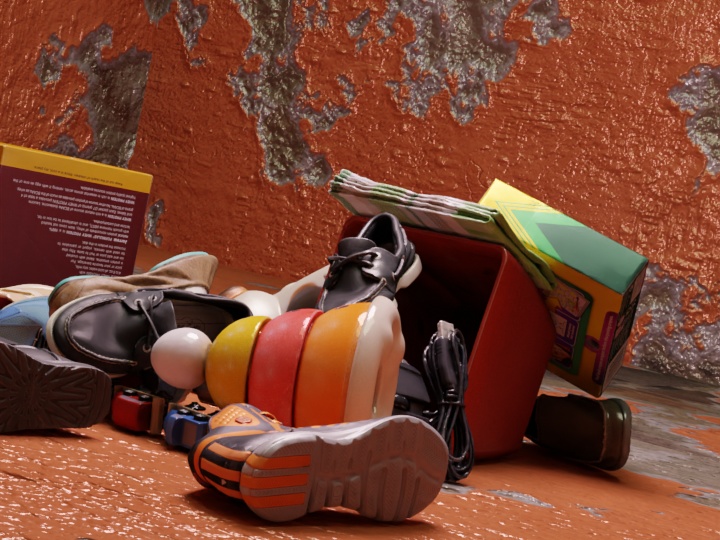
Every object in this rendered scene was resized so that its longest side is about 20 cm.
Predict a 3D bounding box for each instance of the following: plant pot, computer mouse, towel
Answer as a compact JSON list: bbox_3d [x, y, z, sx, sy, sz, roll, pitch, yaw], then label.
[{"bbox_3d":[0.078,0.083,1.560,0.199,0.201,0.176,13,-10,40],"label":"plant pot"},{"bbox_3d":[0.001,0.104,1.354,0.198,0.140,0.053,3,-24,-8],"label":"computer mouse"},{"bbox_3d":[0.080,-0.040,1.541,0.199,0.031,0.149,14,-17,38],"label":"towel"}]

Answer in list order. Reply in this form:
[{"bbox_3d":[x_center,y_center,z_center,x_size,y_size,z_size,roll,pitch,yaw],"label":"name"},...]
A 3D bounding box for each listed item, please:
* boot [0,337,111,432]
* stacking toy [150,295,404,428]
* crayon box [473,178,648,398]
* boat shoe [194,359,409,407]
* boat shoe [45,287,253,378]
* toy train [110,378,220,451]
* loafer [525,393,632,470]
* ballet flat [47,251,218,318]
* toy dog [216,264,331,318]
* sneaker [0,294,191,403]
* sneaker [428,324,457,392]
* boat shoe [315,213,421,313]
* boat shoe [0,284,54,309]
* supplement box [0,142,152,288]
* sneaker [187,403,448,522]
[{"bbox_3d":[-0.312,0.069,1.232,0.199,0.066,0.164,18,-2,43],"label":"boot"},{"bbox_3d":[-0.072,0.080,1.266,0.198,0.147,0.146,9,2,9],"label":"stacking toy"},{"bbox_3d":[0.190,0.020,1.614,0.172,0.058,0.201,31,-28,19],"label":"crayon box"},{"bbox_3d":[-0.049,0.116,1.421,0.198,0.072,0.076,5,34,-1],"label":"boat shoe"},{"bbox_3d":[-0.167,0.047,1.333,0.066,0.075,0.199,-25,-23,38],"label":"boat shoe"},{"bbox_3d":[-0.177,0.112,1.290,0.199,0.034,0.046,13,6,41],"label":"toy train"},{"bbox_3d":[0.213,0.164,1.639,0.069,0.076,0.200,5,-5,-19],"label":"loafer"},{"bbox_3d":[-0.185,0.032,1.414,0.072,0.068,0.199,48,30,22],"label":"ballet flat"},{"bbox_3d":[-0.059,0.066,1.685,0.198,0.141,0.194,-13,-16,4],"label":"toy dog"},{"bbox_3d":[-0.249,0.071,1.420,0.198,0.079,0.090,12,6,15],"label":"sneaker"},{"bbox_3d":[0.090,0.130,1.754,0.080,0.089,0.200,-7,-22,3],"label":"sneaker"},{"bbox_3d":[0.002,0.000,1.405,0.074,0.067,0.199,-7,17,26],"label":"boat shoe"},{"bbox_3d":[-0.345,0.052,1.562,0.199,0.074,0.069,6,14,-34],"label":"boat shoe"},{"bbox_3d":[-0.355,-0.027,1.708,0.132,0.202,0.196,14,3,43],"label":"supplement box"},{"bbox_3d":[-0.034,0.126,1.122,0.199,0.078,0.112,9,4,-44],"label":"sneaker"}]
